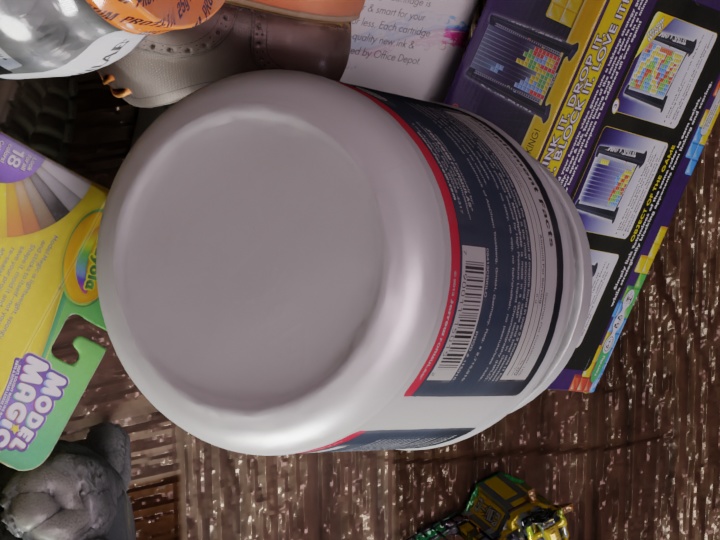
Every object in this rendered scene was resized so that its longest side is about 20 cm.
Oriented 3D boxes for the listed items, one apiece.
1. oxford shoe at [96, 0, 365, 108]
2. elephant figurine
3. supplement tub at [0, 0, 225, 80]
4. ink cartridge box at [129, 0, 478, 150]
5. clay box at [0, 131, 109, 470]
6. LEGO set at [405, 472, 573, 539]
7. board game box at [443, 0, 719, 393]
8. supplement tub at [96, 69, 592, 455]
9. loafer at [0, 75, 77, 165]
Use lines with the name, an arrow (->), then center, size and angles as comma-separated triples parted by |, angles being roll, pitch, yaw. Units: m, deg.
oxford shoe -> -0.098, -0.100, 1.140 | 0.199, 0.071, 0.073 | 9, 109, -12
elephant figurine -> -0.195, 0.135, 1.207 | 0.199, 0.155, 0.142 | -8, 78, 1
supplement tub -> -0.145, -0.124, 0.982 | 0.122, 0.199, 0.123 | 0, 90, -59
ink cartridge box -> -0.016, -0.118, 1.234 | 0.116, 0.067, 0.201 | 7, 106, -31
clay box -> -0.187, -0.016, 1.106 | 0.200, 0.048, 0.115 | 30, 86, -18
LEGO set -> 0.047, 0.197, 1.362 | 0.199, 0.116, 0.154 | -18, 117, -22
board game box -> 0.089, -0.047, 1.287 | 0.165, 0.057, 0.201 | 10, 105, -60
supplement tub -> 0.000, 0.000, 1.123 | 0.141, 0.140, 0.200 | -66, 157, 8
loafer -> -0.175, -0.020, 1.180 | 0.076, 0.067, 0.201 | 41, 68, -70
